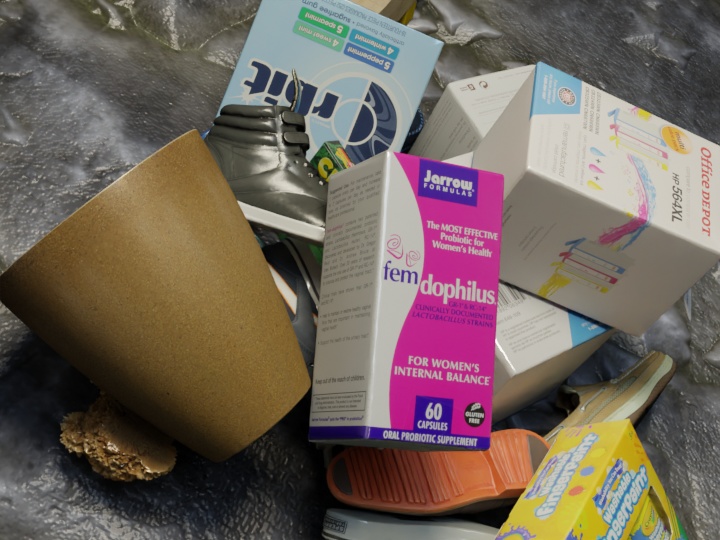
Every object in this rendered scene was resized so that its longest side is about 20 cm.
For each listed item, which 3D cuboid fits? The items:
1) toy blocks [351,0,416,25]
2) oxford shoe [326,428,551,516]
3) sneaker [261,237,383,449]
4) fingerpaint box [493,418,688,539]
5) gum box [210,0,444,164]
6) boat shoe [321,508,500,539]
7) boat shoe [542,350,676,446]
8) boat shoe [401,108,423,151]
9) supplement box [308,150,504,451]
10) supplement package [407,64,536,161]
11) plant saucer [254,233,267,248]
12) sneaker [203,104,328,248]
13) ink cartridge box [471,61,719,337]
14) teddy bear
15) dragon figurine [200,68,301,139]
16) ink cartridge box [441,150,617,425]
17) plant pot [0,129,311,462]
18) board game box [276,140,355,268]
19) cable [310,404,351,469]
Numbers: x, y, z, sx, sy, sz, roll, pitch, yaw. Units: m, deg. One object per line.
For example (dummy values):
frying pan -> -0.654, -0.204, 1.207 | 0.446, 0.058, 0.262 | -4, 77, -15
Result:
toy blocks -> -0.015, -0.313, 1.282 | 0.136, 0.100, 0.200 | 27, 50, 11
oxford shoe -> 0.062, 0.178, 0.987 | 0.199, 0.073, 0.072 | 2, 53, -21
sneaker -> -0.043, 0.067, 0.966 | 0.079, 0.079, 0.200 | -22, 61, -18
fingerpaint box -> 0.183, 0.243, 0.935 | 0.200, 0.073, 0.167 | -45, 111, -46
gum box -> -0.039, -0.149, 1.109 | 0.169, 0.045, 0.201 | 21, 92, -9
boat shoe -> 0.055, 0.231, 0.962 | 0.199, 0.071, 0.064 | 12, 87, -25
boat shoe -> 0.213, 0.127, 1.093 | 0.076, 0.072, 0.200 | 37, 51, 19
boat shoe -> -0.024, -0.150, 1.173 | 0.199, 0.069, 0.085 | -5, 60, -25
supplement box -> 0.033, 0.027, 0.871 | 0.101, 0.103, 0.201 | 8, 79, -25
supplement package -> 0.156, -0.081, 1.173 | 0.117, 0.117, 0.201 | -17, 66, -31
plant saucer -> -0.126, -0.024, 1.079 | 0.200, 0.019, 0.070 | 41, 52, 8
sneaker -> -0.042, -0.074, 0.957 | 0.199, 0.071, 0.100 | 18, 86, 6
ink cartridge box -> 0.198, -0.051, 0.980 | 0.199, 0.125, 0.129 | 21, 49, -11
teddy bear -> -0.158, 0.094, 0.966 | 0.144, 0.067, 0.201 | 19, 46, -16
dragon figurine -> -0.116, -0.084, 1.025 | 0.059, 0.200, 0.099 | 47, 12, 9
ink cartridge box -> 0.096, 0.020, 1.059 | 0.146, 0.146, 0.201 | -20, 68, -35
plant pot -> -0.131, 0.033, 0.874 | 0.200, 0.186, 0.186 | 52, 52, -5
board game box -> 0.000, 0.000, 1.015 | 0.023, 0.105, 0.201 | -13, 64, -46
cable -> -0.021, 0.069, 1.029 | 0.097, 0.050, 0.201 | -12, 74, -28
